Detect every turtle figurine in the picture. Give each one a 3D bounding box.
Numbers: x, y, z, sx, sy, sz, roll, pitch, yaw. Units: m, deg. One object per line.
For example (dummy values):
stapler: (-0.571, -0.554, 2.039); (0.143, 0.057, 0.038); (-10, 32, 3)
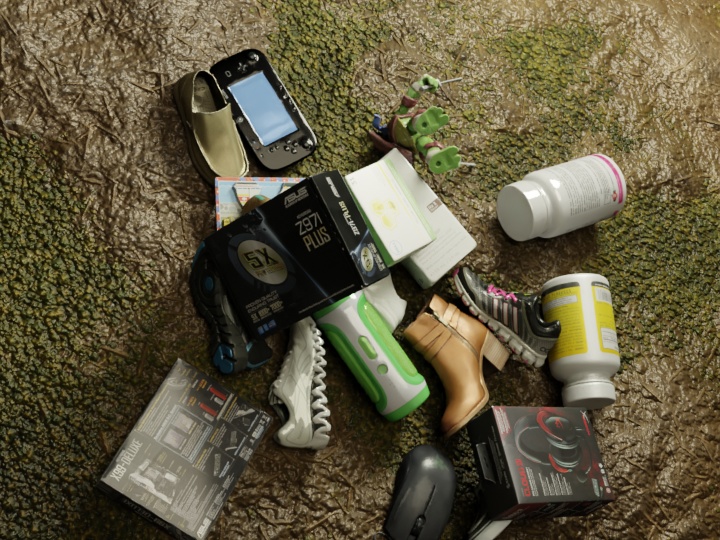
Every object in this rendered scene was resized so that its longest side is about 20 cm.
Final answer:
turtle figurine: (0.126, -0.229, 1.693); (0.200, 0.194, 0.144); (10, 106, -13)

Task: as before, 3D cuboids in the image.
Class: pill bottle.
pill bottle: (0.351, 0.114, 1.707); (0.111, 0.111, 0.200); (6, 67, -21)
pill bottle: (0.333, -0.119, 1.791); (0.200, 0.113, 0.114); (-18, 78, -28)

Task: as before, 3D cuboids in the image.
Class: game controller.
game controller: (-0.153, -0.248, 1.672); (0.104, 0.042, 0.200); (-28, 82, -30)

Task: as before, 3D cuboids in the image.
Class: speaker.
speaker: (0.015, 0.119, 1.565); (0.088, 0.088, 0.200); (-37, 94, -30)

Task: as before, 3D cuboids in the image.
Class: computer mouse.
computer mouse: (0.093, 0.342, 1.538); (0.138, 0.053, 0.200); (22, 63, -13)

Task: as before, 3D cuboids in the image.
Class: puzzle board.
puzzle board: (-0.118, -0.064, 1.605); (0.200, 0.017, 0.151); (-1, 87, -24)

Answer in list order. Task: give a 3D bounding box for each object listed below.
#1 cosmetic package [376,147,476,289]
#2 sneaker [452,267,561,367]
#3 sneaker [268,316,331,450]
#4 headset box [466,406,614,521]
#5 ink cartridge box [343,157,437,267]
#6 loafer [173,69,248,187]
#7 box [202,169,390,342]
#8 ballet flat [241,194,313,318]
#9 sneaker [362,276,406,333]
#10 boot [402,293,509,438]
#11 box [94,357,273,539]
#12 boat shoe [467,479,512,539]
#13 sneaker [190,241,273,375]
cosmetic package: (0.076, -0.080, 1.674); (0.102, 0.074, 0.200); (-41, 90, -12)
sneaker: (0.233, 0.055, 1.676); (0.200, 0.087, 0.074); (44, 17, 5)
sneaker: (-0.090, 0.155, 1.526); (0.081, 0.075, 0.200); (0, 69, -14)
headset box: (0.251, 0.277, 1.555); (0.200, 0.075, 0.149); (6, 57, -30)
ink cartridge box: (0.002, -0.067, 1.559); (0.200, 0.048, 0.146); (-28, 86, -42)
loafer: (-0.224, -0.213, 1.611); (0.076, 0.067, 0.200); (-22, 80, -29)
box: (-0.088, -0.019, 1.465); (0.164, 0.200, 0.086); (64, 28, 1)
ballet flat: (-0.107, -0.019, 1.558); (0.068, 0.072, 0.200); (-26, 96, -24)
sneaker: (0.000, 0.000, 1.621); (0.200, 0.075, 0.089); (56, 46, -16)
boot: (0.128, 0.139, 1.619); (0.155, 0.077, 0.200); (39, 58, -6)
box: (-0.233, 0.242, 1.437); (0.158, 0.050, 0.200); (33, 60, -8)
boat shoe: (0.202, 0.330, 1.589); (0.071, 0.072, 0.200); (41, 48, 5)
sneaker: (-0.185, 0.049, 1.534); (0.082, 0.073, 0.200); (-5, 77, -42)
